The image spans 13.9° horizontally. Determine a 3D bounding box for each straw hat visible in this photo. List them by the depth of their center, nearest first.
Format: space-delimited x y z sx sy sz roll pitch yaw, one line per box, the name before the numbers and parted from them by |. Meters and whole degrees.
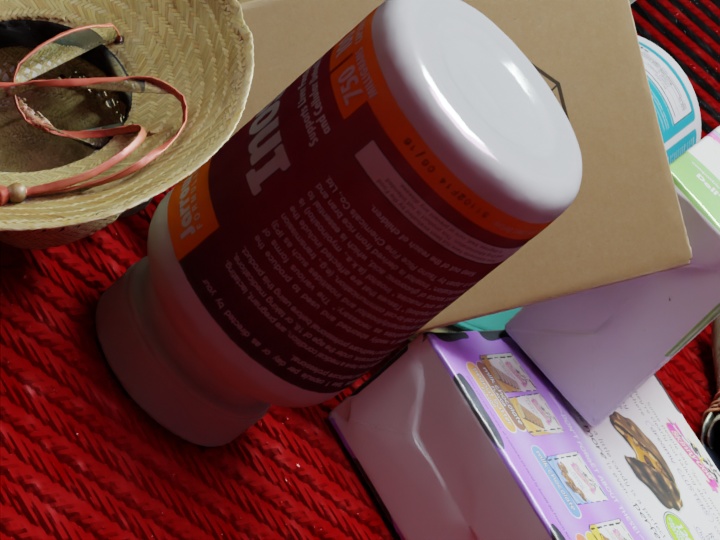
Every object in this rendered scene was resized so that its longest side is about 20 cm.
straw hat | -0.135 -0.057 1.207 0.085 0.200 0.201 84 -6 -47

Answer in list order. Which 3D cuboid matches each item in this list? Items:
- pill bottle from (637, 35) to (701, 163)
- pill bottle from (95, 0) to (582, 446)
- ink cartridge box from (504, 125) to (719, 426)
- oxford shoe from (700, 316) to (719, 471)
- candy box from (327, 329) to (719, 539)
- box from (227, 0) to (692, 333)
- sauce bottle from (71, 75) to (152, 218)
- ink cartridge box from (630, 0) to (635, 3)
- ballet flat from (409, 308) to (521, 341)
pill bottle | 0.123 -0.071 1.627 0.111 0.111 0.200 52 25 3
pill bottle | -0.014 -0.016 1.222 0.113 0.200 0.113 38 28 -24
ink cartridge box | 0.157 -0.009 1.426 0.067 0.117 0.200 46 25 5
oxford shoe | 0.225 0.077 1.645 0.074 0.071 0.200 23 32 -28
candy box | 0.100 0.113 1.385 0.200 0.072 0.168 0 54 -58
box | 0.031 -0.058 1.301 0.021 0.199 0.164 -93 168 -82
sauce bottle | -0.099 -0.090 1.346 0.066 0.066 0.200 41 29 -19
ink cartridge box | 0.171 -0.288 1.957 0.145 0.145 0.200 45 26 -13
ballet flat | 0.000 0.000 1.395 0.200 0.063 0.069 29 65 -39
